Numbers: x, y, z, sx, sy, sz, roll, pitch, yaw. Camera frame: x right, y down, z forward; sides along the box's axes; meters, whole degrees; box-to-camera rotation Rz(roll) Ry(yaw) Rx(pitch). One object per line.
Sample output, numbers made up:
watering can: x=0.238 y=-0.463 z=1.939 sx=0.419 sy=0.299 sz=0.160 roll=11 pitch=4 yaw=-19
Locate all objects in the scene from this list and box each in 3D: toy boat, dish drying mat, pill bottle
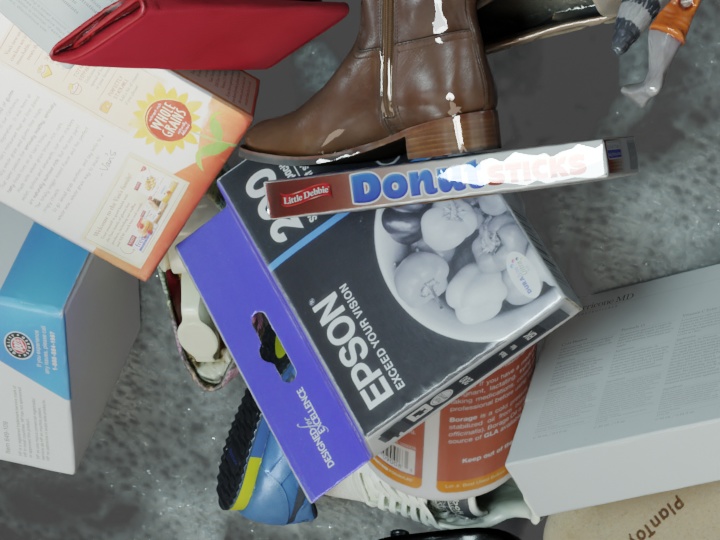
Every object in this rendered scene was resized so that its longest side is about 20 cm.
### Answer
toy boat: x=0.223 y=0.156 z=1.835 sx=0.200 sy=0.130 sz=0.131 roll=-45 pitch=66 yaw=22
dish drying mat: x=-0.089 y=-0.137 z=1.644 sx=0.077 sy=0.200 sz=0.018 roll=-32 pitch=76 yaw=31
pill bottle: x=0.055 y=0.038 z=1.784 sx=0.112 sy=0.112 sz=0.201 roll=11 pitch=132 yaw=10

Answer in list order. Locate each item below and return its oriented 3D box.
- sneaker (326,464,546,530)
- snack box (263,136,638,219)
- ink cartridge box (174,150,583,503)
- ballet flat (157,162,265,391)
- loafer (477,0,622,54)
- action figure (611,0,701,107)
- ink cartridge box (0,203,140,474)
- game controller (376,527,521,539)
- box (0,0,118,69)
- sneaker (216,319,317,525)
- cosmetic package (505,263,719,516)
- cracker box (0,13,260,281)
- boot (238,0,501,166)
sneaker: x=0.040 y=0.131 z=1.896 sx=0.199 sy=0.081 sz=0.077 roll=-4 pitch=130 yaw=25
snack box: x=0.051 y=-0.052 z=1.607 sx=0.199 sy=0.072 sz=0.024 roll=-7 pitch=92 yaw=20
ink cartridge box: x=0.000 y=0.000 z=1.679 sx=0.200 sy=0.199 sz=0.043 roll=-36 pitch=153 yaw=11
ballet flat: x=-0.104 y=-0.004 z=1.831 sx=0.069 sy=0.071 sz=0.201 roll=-2 pitch=129 yaw=13
loafer: x=0.124 y=-0.161 z=1.617 sx=0.199 sy=0.063 sz=0.072 roll=-16 pitch=124 yaw=30
action figure: x=0.202 y=-0.172 z=1.517 sx=0.193 sy=0.105 sz=0.200 roll=-44 pitch=103 yaw=-1
ink cartridge box: x=-0.259 y=0.015 z=1.850 sx=0.199 sy=0.146 sz=0.147 roll=11 pitch=133 yaw=10
game controller: x=0.084 y=0.212 z=1.933 sx=0.104 sy=0.042 sz=0.200 roll=-17 pitch=153 yaw=18
box: x=-0.123 y=-0.227 z=1.601 sx=0.097 sy=0.125 sz=0.200 roll=41 pitch=130 yaw=-14
sneaker: x=-0.029 y=0.078 z=1.872 sx=0.078 sy=0.066 sz=0.201 roll=12 pitch=115 yaw=-18
cosmetic package: x=0.198 y=0.064 z=1.731 sx=0.199 sy=0.151 sz=0.052 roll=-14 pitch=126 yaw=30
cracker box: x=-0.178 y=-0.101 z=1.719 sx=0.199 sy=0.058 sz=0.134 roll=29 pitch=117 yaw=-13
boot: x=0.000 y=-0.162 z=1.623 sx=0.186 sy=0.064 sz=0.201 roll=-4 pitch=93 yaw=35
